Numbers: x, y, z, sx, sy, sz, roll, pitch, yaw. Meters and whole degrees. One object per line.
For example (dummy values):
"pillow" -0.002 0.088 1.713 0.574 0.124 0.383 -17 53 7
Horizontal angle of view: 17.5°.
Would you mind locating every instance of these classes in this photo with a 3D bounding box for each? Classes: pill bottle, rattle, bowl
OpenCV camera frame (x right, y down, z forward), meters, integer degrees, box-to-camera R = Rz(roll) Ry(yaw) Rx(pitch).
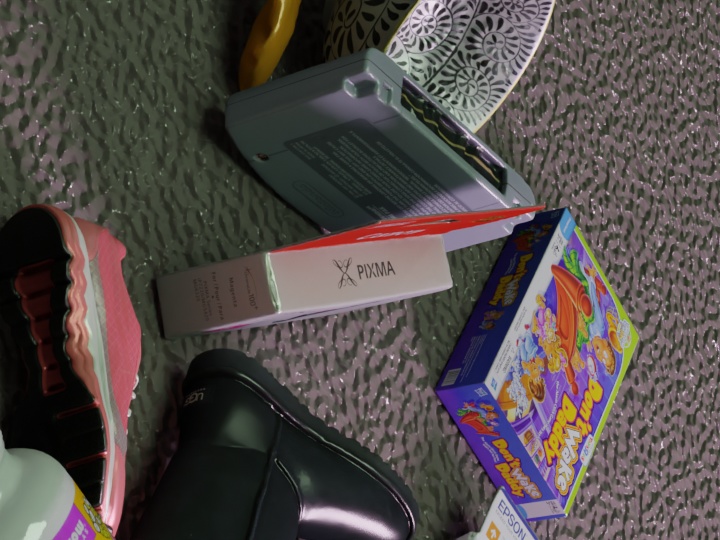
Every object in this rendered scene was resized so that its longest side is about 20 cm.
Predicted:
"pill bottle" -0.174 0.166 1.224 0.201 0.104 0.104 58 39 -27
"rattle" -0.097 -0.241 1.522 0.200 0.143 0.130 40 15 -22
"bowl" 0.036 -0.171 1.604 0.094 0.201 0.200 40 26 24

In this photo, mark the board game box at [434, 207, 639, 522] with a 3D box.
"board game box" 0.136 0.069 1.747 0.135 0.045 0.200 57 39 -27

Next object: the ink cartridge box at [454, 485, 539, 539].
"ink cartridge box" 0.100 0.289 1.634 0.200 0.040 0.200 56 40 -29

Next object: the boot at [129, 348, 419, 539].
"boot" -0.054 0.167 1.416 0.200 0.076 0.169 44 43 -30

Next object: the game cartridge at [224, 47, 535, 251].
"game cartridge" 0.008 -0.071 1.529 0.200 0.133 0.041 39 44 -44

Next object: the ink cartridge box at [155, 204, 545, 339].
"ink cartridge box" 0.000 0.000 1.461 0.200 0.173 0.044 -7 86 -55

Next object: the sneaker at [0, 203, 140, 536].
"sneaker" -0.149 0.063 1.319 0.087 0.073 0.202 6 75 -55
